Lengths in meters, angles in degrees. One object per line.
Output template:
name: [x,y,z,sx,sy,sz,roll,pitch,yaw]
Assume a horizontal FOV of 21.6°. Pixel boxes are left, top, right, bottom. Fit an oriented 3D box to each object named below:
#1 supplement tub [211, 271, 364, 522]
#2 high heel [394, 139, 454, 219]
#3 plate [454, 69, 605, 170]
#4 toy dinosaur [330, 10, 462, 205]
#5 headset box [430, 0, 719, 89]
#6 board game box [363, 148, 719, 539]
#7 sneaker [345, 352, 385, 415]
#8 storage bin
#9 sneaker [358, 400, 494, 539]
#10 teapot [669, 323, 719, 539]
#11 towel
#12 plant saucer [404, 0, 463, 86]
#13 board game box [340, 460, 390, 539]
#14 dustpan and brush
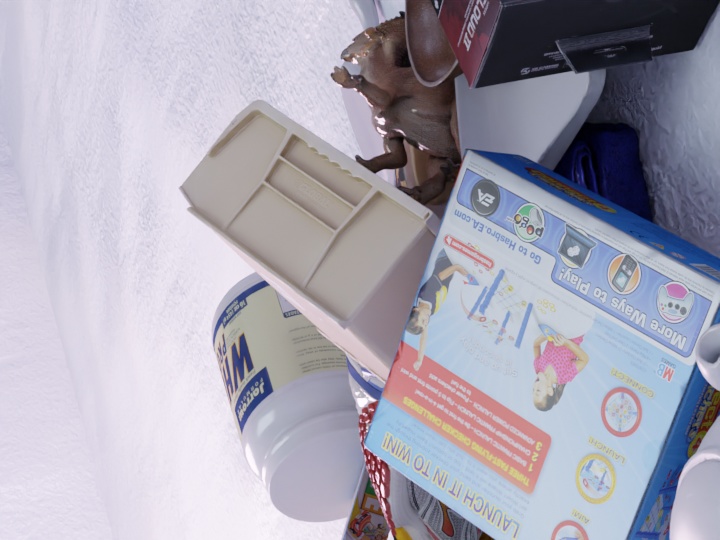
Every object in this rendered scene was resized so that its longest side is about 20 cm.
supplement tub: [-0.046,0.107,1.679,0.146,0.143,0.201,97,160,-44]
high heel: [0.049,-0.042,1.458,0.202,0.071,0.142,71,159,5]
plate: [0.110,-0.137,1.208,0.200,0.032,0.202,120,153,-53]
toy dinosaur: [0.059,-0.118,1.354,0.199,0.136,0.086,37,142,12]
headset box: [0.108,-0.197,1.077,0.077,0.147,0.201,109,143,-56]
board game box: [0.114,0.059,1.090,0.199,0.056,0.198,32,110,38]
sneaker: [0.056,0.067,1.404,0.199,0.075,0.089,-18,95,45]
storage bin: [0.000,0.000,1.303,0.198,0.094,0.200,36,175,39]
sneaker: [0.052,0.157,1.394,0.201,0.081,0.078,69,180,-47]
teapot: [0.222,0.144,0.952,0.198,0.145,0.202,115,139,-61]
towel: [0.146,0.004,1.237,0.147,0.049,0.202,-167,67,-69]
plant saucer: [0.074,-0.220,1.251,0.200,0.034,0.203,-174,90,-75]
board game box: [0.001,0.222,1.522,0.201,0.034,0.135,-72,-1,-47]
dustpan and brush: [0.013,-0.157,1.538,0.140,0.057,0.201,90,156,-68]
